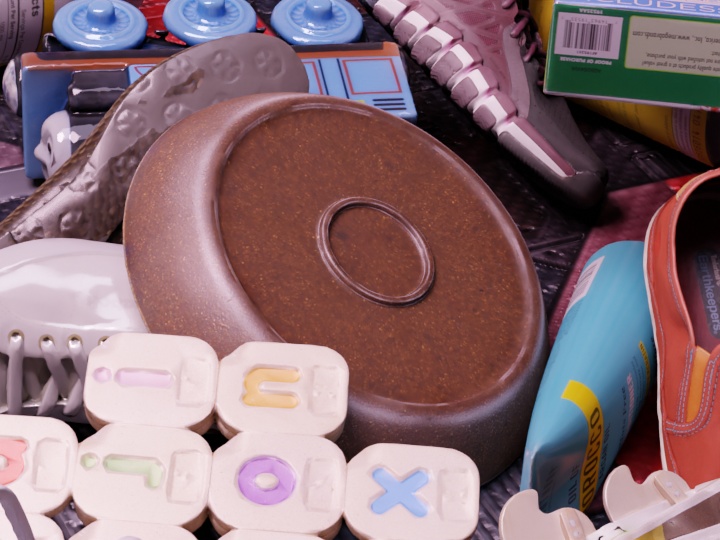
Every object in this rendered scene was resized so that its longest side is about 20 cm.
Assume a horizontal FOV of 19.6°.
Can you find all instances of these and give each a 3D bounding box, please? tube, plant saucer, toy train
[{"bbox_3d":[0.090,0.054,0.844,0.050,0.078,0.200,7,30,18],"label":"tube"},{"bbox_3d":[0.000,0.000,0.859,0.200,0.035,0.201,17,50,-21],"label":"plant saucer"},{"bbox_3d":[-0.069,-0.076,0.997,0.199,0.087,0.114,-2,41,-11],"label":"toy train"}]

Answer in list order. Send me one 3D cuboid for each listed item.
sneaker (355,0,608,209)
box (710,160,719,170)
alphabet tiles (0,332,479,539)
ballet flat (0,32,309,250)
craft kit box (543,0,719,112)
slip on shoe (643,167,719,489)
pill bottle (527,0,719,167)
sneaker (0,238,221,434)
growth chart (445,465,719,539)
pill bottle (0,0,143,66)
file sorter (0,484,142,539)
[{"bbox_3d":[0.076,-0.133,1.019,0.200,0.115,0.076,47,4,11],"label":"sneaker"},{"bbox_3d":[0.264,-0.031,0.925,0.199,0.044,0.160,5,-9,-1],"label":"box"},{"bbox_3d":[-0.056,0.111,0.731,0.195,0.015,0.201,4,55,-2],"label":"alphabet tiles"},{"bbox_3d":[-0.103,-0.031,0.912,0.067,0.046,0.200,46,73,-3],"label":"ballet flat"},{"bbox_3d":[0.183,-0.114,0.898,0.199,0.049,0.198,7,26,6],"label":"craft kit box"},{"bbox_3d":[0.154,0.049,0.817,0.074,0.061,0.201,-6,64,-4],"label":"slip on shoe"},{"bbox_3d":[0.145,-0.133,1.080,0.200,0.112,0.112,29,41,30],"label":"pill bottle"},{"bbox_3d":[-0.094,0.032,0.843,0.199,0.073,0.085,-12,35,-25],"label":"sneaker"},{"bbox_3d":[0.133,0.131,0.731,0.199,0.018,0.145,-9,61,-20],"label":"growth chart"},{"bbox_3d":[-0.214,-0.156,1.065,0.199,0.113,0.112,-15,40,-28],"label":"pill bottle"},{"bbox_3d":[-0.125,0.138,0.613,0.199,0.125,0.139,18,56,18],"label":"file sorter"}]
